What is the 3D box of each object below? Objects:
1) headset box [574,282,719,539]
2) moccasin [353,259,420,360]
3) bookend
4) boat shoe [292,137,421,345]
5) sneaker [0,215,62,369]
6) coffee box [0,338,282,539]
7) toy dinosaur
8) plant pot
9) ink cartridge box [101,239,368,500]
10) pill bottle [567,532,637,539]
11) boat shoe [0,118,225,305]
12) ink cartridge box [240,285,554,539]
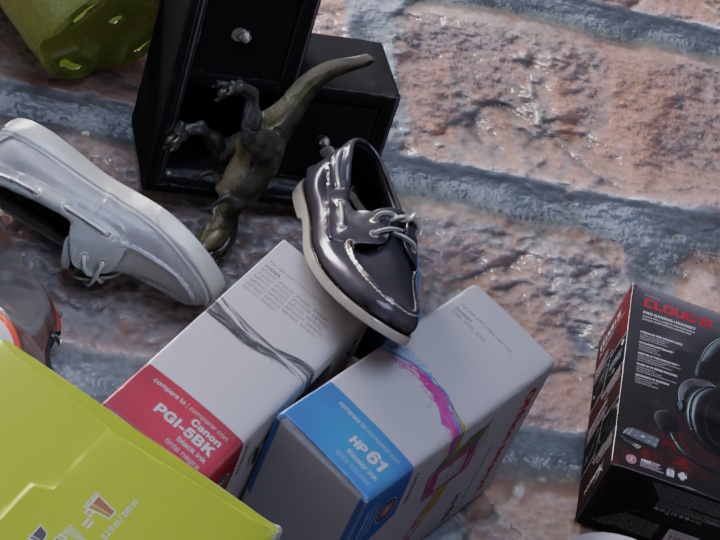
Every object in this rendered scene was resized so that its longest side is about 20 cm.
[{"bbox_3d":[0.245,0.109,1.498,0.147,0.078,0.201,20,46,-4],"label":"headset box"},{"bbox_3d":[0.000,0.000,1.445,0.068,0.081,0.200,34,9,-16],"label":"moccasin"},{"bbox_3d":[-0.051,-0.153,1.521,0.198,0.200,0.093,6,38,-19],"label":"bookend"},{"bbox_3d":[0.005,-0.025,1.342,0.072,0.063,0.200,32,17,-28],"label":"boat shoe"},{"bbox_3d":[-0.245,0.026,1.390,0.082,0.077,0.201,23,38,-41],"label":"sneaker"},{"bbox_3d":[-0.193,0.203,1.140,0.199,0.199,0.200,33,45,9],"label":"coffee box"},{"bbox_3d":[-0.082,-0.095,1.472,0.088,0.201,0.048,28,18,-30],"label":"toy dinosaur"},{"bbox_3d":[-0.224,-0.257,1.576,0.199,0.201,0.185,-18,70,-34],"label":"plant pot"},{"bbox_3d":[-0.093,0.096,1.317,0.083,0.147,0.200,37,47,10],"label":"ink cartridge box"},{"bbox_3d":[0.135,0.269,1.278,0.113,0.114,0.200,29,45,5],"label":"pill bottle"},{"bbox_3d":[-0.189,-0.026,1.456,0.200,0.070,0.072,35,65,9],"label":"boat shoe"},{"bbox_3d":[0.021,0.118,1.345,0.085,0.145,0.199,41,47,17],"label":"ink cartridge box"}]
